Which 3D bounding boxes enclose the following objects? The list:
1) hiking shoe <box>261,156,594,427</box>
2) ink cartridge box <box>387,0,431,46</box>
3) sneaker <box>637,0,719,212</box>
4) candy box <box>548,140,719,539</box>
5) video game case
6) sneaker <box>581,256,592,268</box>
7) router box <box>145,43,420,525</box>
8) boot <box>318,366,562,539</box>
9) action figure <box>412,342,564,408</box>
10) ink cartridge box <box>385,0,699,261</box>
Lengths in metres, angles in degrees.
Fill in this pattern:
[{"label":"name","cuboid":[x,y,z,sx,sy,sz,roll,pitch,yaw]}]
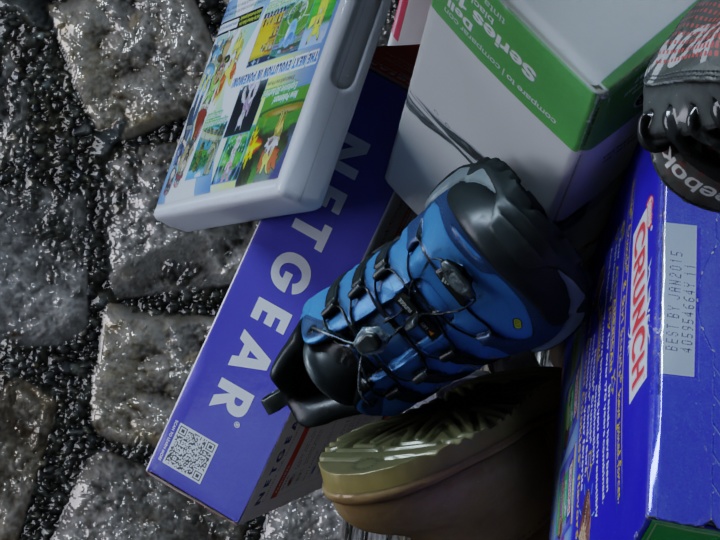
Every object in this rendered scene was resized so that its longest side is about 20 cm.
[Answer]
[{"label":"hiking shoe","cuboid":[0.024,0.021,1.105,0.087,0.074,0.200,-40,-2,-19]},{"label":"ink cartridge box","cuboid":[0.088,-0.176,1.445,0.147,0.082,0.201,104,-169,-61]},{"label":"sneaker","cuboid":[0.133,-0.054,0.906,0.098,0.071,0.200,-54,8,9]},{"label":"candy box","cuboid":[0.119,0.054,1.055,0.200,0.077,0.170,102,174,-63]},{"label":"video game case","cuboid":[-0.024,-0.107,1.222,0.183,0.022,0.200,-71,17,-8]},{"label":"sneaker","cuboid":[0.110,-0.018,1.343,0.200,0.076,0.115,-84,1,-63]},{"label":"router box","cuboid":[0.000,0.000,1.288,0.201,0.049,0.179,-65,-15,13]},{"label":"boot","cuboid":[0.059,0.149,1.159,0.175,0.066,0.201,-18,-81,-58]},{"label":"action figure","cuboid":[0.069,0.065,1.365,0.200,0.069,0.131,-138,63,-68]},{"label":"ink cartridge box","cuboid":[0.095,-0.088,1.102,0.146,0.083,0.200,-40,-14,-20]}]
